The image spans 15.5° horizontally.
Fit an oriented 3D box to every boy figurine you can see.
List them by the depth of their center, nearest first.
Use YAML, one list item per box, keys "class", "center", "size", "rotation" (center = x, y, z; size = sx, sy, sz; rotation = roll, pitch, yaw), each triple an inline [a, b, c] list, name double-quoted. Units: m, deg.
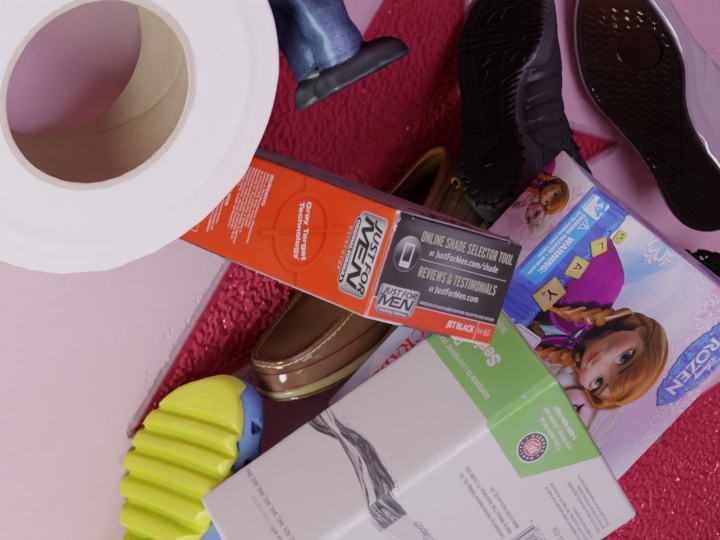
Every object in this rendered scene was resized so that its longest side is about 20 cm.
- class: "boy figurine"
  center: [-0.056, -0.183, 1.408]
  size: [0.064, 0.124, 0.200]
  rotation: [-30, 93, -19]

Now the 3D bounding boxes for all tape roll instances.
- class: "tape roll"
  center: [-0.145, -0.103, 1.343]
  size: [0.202, 0.071, 0.203]
  rotation: [-13, 120, -23]

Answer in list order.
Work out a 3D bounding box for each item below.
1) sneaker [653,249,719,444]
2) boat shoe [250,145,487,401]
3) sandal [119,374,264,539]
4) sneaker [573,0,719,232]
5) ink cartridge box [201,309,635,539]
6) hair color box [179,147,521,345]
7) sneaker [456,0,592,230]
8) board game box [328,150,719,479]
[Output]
- class: "sneaker"
  center: [0.186, 0.063, 1.754]
  size: [0.200, 0.078, 0.085]
  rotation: [-41, 136, -13]
- class: "boat shoe"
  center: [0.001, 0.000, 1.556]
  size: [0.200, 0.072, 0.068]
  rotation: [-43, 125, -32]
- class: "sandal"
  center: [-0.092, 0.152, 1.522]
  size: [0.087, 0.079, 0.200]
  rotation: [-1, 114, -46]
- class: "sneaker"
  center: [0.194, -0.124, 1.704]
  size: [0.200, 0.073, 0.085]
  rotation: [62, 32, -31]
- class: "ink cartridge box"
  center: [0.033, 0.132, 1.475]
  size: [0.200, 0.084, 0.146]
  rotation: [-34, 136, -2]
- class: "hair color box"
  center: [-0.022, -0.021, 1.430]
  size: [0.101, 0.200, 0.061]
  rotation: [14, 95, -44]
- class: "sneaker"
  center: [0.103, -0.072, 1.594]
  size: [0.104, 0.060, 0.200]
  rotation: [43, 45, -49]
- class: "board game box"
  center: [0.113, 0.054, 1.552]
  size: [0.200, 0.041, 0.199]
  rotation: [-48, 135, 9]
